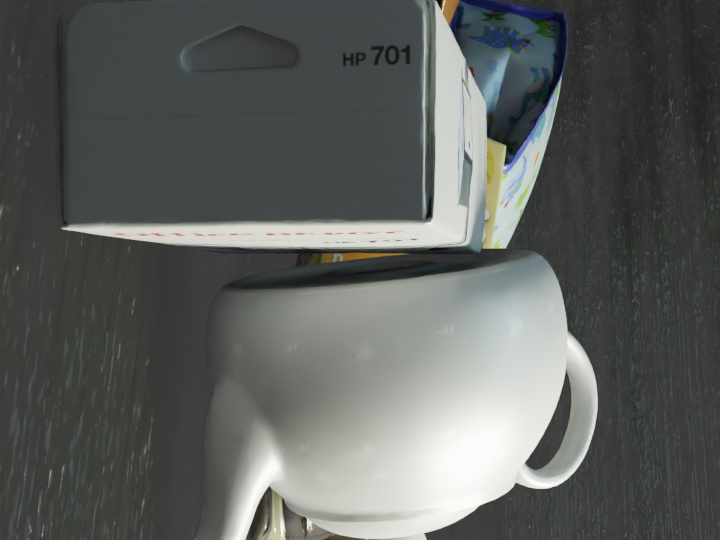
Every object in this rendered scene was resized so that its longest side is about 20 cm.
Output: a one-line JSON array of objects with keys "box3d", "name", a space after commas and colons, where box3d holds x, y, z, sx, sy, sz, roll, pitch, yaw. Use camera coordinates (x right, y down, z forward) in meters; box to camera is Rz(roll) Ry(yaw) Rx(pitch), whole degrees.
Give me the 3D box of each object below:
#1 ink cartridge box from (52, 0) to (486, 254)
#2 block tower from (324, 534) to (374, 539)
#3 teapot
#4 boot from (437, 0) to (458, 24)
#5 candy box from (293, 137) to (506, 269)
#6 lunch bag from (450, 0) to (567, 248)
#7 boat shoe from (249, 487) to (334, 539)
[{"box3d": [-0.025, -0.053, 0.513, 0.200, 0.144, 0.087, 3, 88, -79], "name": "ink cartridge box"}, {"box3d": [0.014, 0.163, 0.871, 0.201, 0.057, 0.055, -70, 157, -50], "name": "block tower"}, {"box3d": [0.020, 0.070, 0.601, 0.197, 0.197, 0.149, -29, 113, -77], "name": "teapot"}, {"box3d": [0.056, -0.232, 0.752, 0.201, 0.068, 0.190, -68, 179, -48], "name": "boot"}, {"box3d": [0.020, -0.004, 0.749, 0.055, 0.114, 0.203, -36, -142, 60], "name": "candy box"}, {"box3d": [0.097, -0.099, 0.984, 0.171, 0.125, 0.202, 101, -2, -51], "name": "lunch bag"}, {"box3d": [-0.013, 0.135, 0.741, 0.200, 0.072, 0.076, -14, 102, -79], "name": "boat shoe"}]
